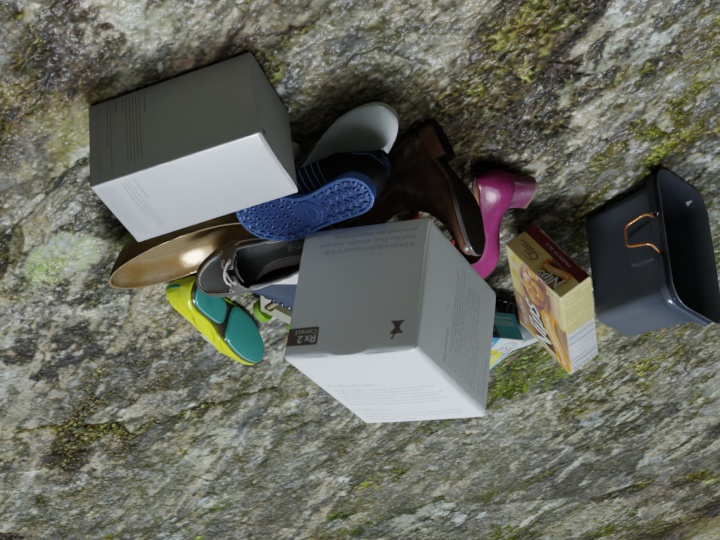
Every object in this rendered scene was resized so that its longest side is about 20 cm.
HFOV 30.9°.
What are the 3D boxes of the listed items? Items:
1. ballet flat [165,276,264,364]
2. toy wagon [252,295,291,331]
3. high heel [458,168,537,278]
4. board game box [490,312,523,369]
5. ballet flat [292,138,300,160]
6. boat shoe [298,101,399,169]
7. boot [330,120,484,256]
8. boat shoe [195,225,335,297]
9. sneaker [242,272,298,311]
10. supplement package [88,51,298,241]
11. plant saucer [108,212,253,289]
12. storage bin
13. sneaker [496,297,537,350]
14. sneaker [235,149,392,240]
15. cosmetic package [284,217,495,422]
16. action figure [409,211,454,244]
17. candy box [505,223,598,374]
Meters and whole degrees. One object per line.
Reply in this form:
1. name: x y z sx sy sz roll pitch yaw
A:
1. ballet flat: -0.205 0.068 1.813 0.067 0.067 0.200 -1 149 28
2. toy wagon: -0.076 0.026 1.791 0.155 0.040 0.200 -31 140 28
3. high heel: 0.144 -0.054 1.699 0.096 0.067 0.200 2 131 -33
4. board game box: 0.106 0.126 1.814 0.151 0.047 0.200 7 141 -35
5. ballet flat: -0.164 -0.104 1.553 0.200 0.070 0.069 -12 146 4
6. boat shoe: -0.028 -0.135 1.544 0.071 0.064 0.200 42 120 -12
7. boot: 0.038 -0.059 1.571 0.200 0.187 0.064 -29 153 22
8. boat shoe: -0.121 -0.013 1.591 0.200 0.067 0.057 -17 -176 18
9. sneaker: -0.085 0.051 1.679 0.202 0.077 0.146 4 119 21
10. supplement package: -0.186 -0.135 1.454 0.200 0.121 0.120 -16 145 12
11. plant saucer: -0.222 -0.032 1.622 0.200 0.035 0.200 -21 170 -4
12. storage bin: 0.372 -0.013 1.714 0.134 0.200 0.145 -25 145 37
13. sneaker: 0.185 0.059 1.869 0.200 0.084 0.121 -4 155 -5
14. sneaker: -0.051 -0.089 1.499 0.200 0.078 0.070 -10 120 35
15. cosmetic package: 0.040 0.063 1.508 0.165 0.165 0.200 -6 150 27
16. action figure: 0.079 -0.037 1.688 0.099 0.065 0.200 -63 168 6
17. candy box: 0.259 0.041 1.751 0.055 0.115 0.200 -35 146 -10
